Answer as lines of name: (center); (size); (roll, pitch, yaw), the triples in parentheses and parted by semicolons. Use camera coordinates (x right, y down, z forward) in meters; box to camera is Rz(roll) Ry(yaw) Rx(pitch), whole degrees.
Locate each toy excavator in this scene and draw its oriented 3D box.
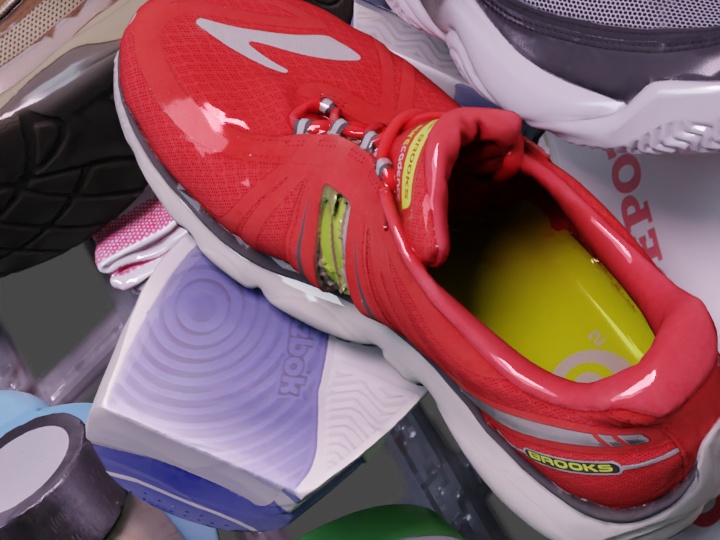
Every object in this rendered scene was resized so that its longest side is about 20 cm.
toy excavator: (-0.136, 0.091, 0.936); (0.194, 0.100, 0.200); (-31, 27, 9)

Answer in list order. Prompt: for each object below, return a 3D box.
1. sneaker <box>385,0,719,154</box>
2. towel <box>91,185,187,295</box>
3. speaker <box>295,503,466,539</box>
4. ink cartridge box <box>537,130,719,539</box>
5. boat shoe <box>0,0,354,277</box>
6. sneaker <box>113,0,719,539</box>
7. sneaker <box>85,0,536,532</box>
sneaker: (0.047, -0.109, 0.729); (0.200, 0.075, 0.115); (41, 138, 48)
towel: (-0.062, -0.109, 0.967); (0.146, 0.030, 0.201); (-40, 58, 22)
speaker: (0.036, 0.163, 0.792); (0.088, 0.088, 0.201); (-44, 57, 20)
ink cartridge box: (0.157, -0.009, 0.740); (0.199, 0.087, 0.146); (-26, 63, 28)
boat shoe: (-0.092, -0.063, 0.920); (0.199, 0.076, 0.074); (-30, 55, 15)
sneaker: (0.017, -0.020, 0.723); (0.200, 0.085, 0.077); (38, 68, 24)
sneaker: (0.000, -0.001, 0.832); (0.080, 0.115, 0.200); (27, 61, 7)
